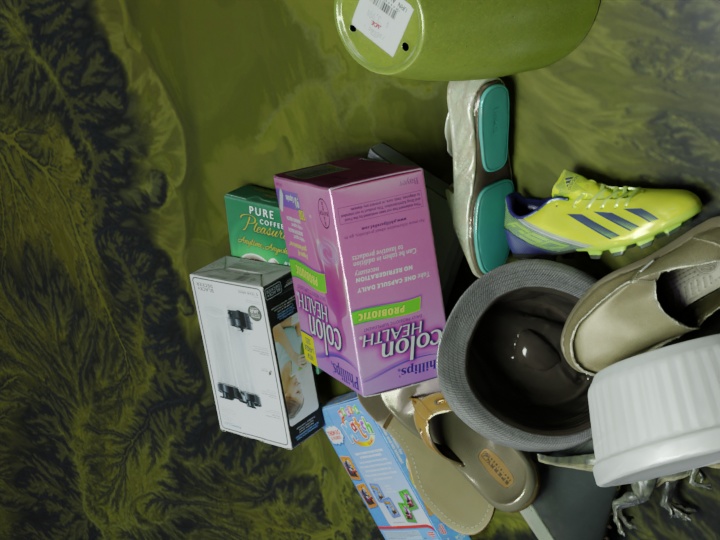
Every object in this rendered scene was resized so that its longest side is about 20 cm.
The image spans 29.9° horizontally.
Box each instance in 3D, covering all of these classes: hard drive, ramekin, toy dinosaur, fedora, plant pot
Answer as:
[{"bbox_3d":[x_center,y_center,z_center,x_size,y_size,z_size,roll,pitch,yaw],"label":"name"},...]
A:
[{"bbox_3d":[0.041,-0.016,1.412,0.132,0.026,0.200,35,130,24],"label":"hard drive"},{"bbox_3d":[0.286,0.116,1.147,0.202,0.202,0.094,-28,69,45],"label":"ramekin"},{"bbox_3d":[0.273,0.201,1.278,0.200,0.047,0.088,-5,113,15],"label":"toy dinosaur"},{"bbox_3d":[0.160,0.075,1.268,0.200,0.090,0.177,19,95,-12],"label":"fedora"},{"bbox_3d":[0.074,-0.238,1.148,0.187,0.200,0.187,19,122,34],"label":"plant pot"}]

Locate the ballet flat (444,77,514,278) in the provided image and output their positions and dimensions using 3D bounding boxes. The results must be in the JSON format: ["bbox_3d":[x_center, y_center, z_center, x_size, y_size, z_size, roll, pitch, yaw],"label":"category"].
[{"bbox_3d":[0.111,-0.094,1.290,0.062,0.067,0.200,20,117,45],"label":"ballet flat"}]

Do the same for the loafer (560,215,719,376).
[{"bbox_3d":[0.254,0.028,1.168,0.076,0.067,0.200,44,114,-9],"label":"loafer"}]

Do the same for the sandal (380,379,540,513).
[{"bbox_3d":[0.091,0.155,1.309,0.200,0.054,0.080,45,108,29],"label":"sandal"}]

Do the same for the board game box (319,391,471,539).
[{"bbox_3d":[0.032,0.227,1.500,0.200,0.037,0.151,60,155,-2],"label":"board game box"}]

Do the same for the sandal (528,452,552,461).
[{"bbox_3d":[0.161,0.112,1.355,0.082,0.050,0.203,-17,106,29],"label":"sandal"}]

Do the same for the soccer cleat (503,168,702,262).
[{"bbox_3d":[0.210,-0.054,1.217,0.200,0.065,0.084,-11,96,43],"label":"soccer cleat"}]

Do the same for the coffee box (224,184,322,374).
[{"bbox_3d":[-0.087,0.009,1.525,0.123,0.044,0.200,14,120,37],"label":"coffee box"}]

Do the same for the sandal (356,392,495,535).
[{"bbox_3d":[0.078,0.186,1.384,0.212,0.078,0.070,50,-179,31],"label":"sandal"}]

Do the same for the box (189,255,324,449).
[{"bbox_3d":[-0.116,0.092,1.517,0.117,0.060,0.200,8,116,39],"label":"box"}]

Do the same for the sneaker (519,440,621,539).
[{"bbox_3d":[0.233,0.256,1.347,0.200,0.106,0.075,54,-179,-29],"label":"sneaker"}]

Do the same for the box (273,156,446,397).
[{"bbox_3d":[0.000,0.000,1.311,0.176,0.097,0.200,-157,55,-68],"label":"box"}]
